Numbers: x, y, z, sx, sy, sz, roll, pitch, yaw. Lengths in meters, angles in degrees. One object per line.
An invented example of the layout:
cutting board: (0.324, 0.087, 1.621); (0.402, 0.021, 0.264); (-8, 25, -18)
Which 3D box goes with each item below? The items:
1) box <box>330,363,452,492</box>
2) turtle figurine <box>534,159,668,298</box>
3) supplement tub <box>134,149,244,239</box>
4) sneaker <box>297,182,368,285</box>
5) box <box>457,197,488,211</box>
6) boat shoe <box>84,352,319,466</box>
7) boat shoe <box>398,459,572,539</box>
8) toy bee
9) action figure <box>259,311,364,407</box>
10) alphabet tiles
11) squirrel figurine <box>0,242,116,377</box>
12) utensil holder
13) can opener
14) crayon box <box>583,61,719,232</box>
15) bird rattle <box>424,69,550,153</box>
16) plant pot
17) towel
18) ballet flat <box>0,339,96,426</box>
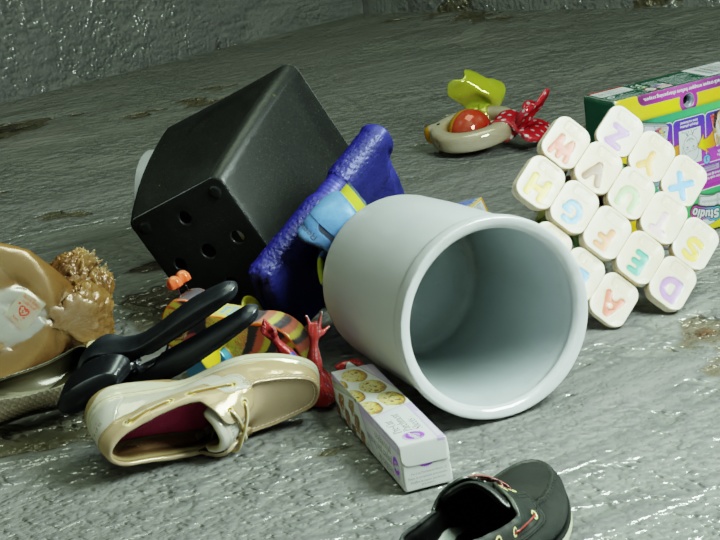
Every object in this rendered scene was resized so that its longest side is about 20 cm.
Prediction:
box: (0.022, 0.122, 1.290); (0.041, 0.039, 0.200); (-13, 16, -12)
turtle figurine: (0.214, -0.009, 1.604); (0.194, 0.200, 0.144); (-25, 36, 24)
supplement tub: (-0.159, -0.094, 1.961); (0.200, 0.146, 0.145); (-3, 16, 17)
sneaker: (0.000, 0.000, 1.533); (0.078, 0.200, 0.066); (-39, 48, -4)
box: (0.030, -0.017, 1.687); (0.200, 0.042, 0.119); (-11, 20, 42)
boat shoe: (-0.123, 0.123, 1.327); (0.200, 0.074, 0.069); (-12, 35, -14)
boat shoe: (0.087, 0.166, 1.061); (0.074, 0.063, 0.201); (-2, 15, 29)
toy bee: (-0.141, 0.056, 1.486); (0.200, 0.109, 0.131); (-8, 17, 1)
action figure: (-0.094, 0.081, 1.399); (0.200, 0.099, 0.065); (-7, 16, -7)
alphabet tiles: (0.244, -0.054, 1.526); (0.196, 0.200, 0.015); (-55, 6, -20)
squirrel figurine: (-0.352, 0.040, 1.666); (0.200, 0.142, 0.187); (1, 0, -24)
utensil holder: (0.074, 0.024, 1.388); (0.170, 0.170, 0.200); (-14, 13, -19)
can opener: (-0.165, 0.068, 1.348); (0.200, 0.063, 0.079); (-27, 32, 24)
crayon box: (0.342, -0.123, 1.760); (0.200, 0.173, 0.058); (-16, 21, -29)
bird rattle: (0.186, -0.207, 2.361); (0.163, 0.113, 0.200); (-26, 34, -19)
plant pot: (-0.122, -0.065, 1.707); (0.200, 0.200, 0.177); (-23, 20, 34)
towel: (-0.035, -0.040, 1.579); (0.050, 0.148, 0.200); (30, 70, 23)
ballet flat: (-0.296, 0.102, 1.456); (0.200, 0.046, 0.067); (-22, 23, -14)
